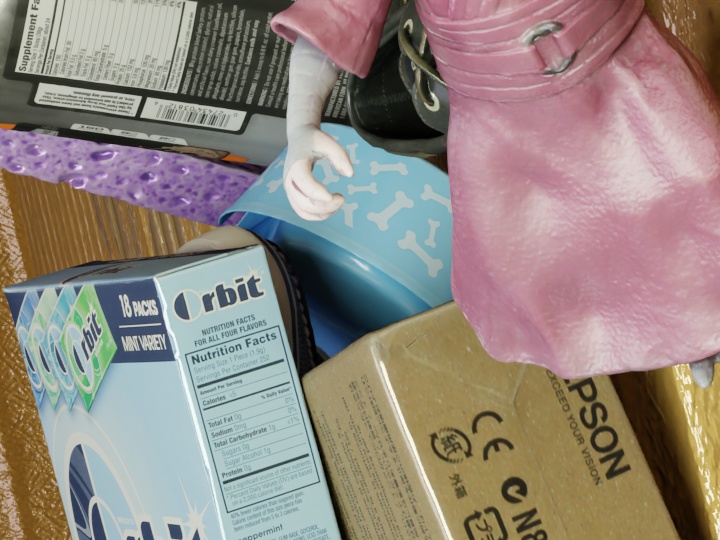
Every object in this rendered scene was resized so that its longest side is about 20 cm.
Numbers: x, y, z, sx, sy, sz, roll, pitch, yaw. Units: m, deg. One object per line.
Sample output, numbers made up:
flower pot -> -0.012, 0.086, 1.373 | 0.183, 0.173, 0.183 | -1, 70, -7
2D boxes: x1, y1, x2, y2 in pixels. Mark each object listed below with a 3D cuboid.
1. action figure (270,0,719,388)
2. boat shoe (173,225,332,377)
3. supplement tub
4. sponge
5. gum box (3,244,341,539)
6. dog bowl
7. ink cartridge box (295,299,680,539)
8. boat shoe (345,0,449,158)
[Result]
action figure -> 0.052, -0.068, 0.720 | 0.149, 0.133, 0.200 | -75, -34, -54
boat shoe -> -0.024, 0.049, 1.067 | 0.075, 0.093, 0.200 | 47, 147, 31
supplement tub -> -0.091, -0.110, 1.080 | 0.122, 0.199, 0.123 | -172, 90, -74
sponge -> -0.081, -0.053, 1.189 | 0.112, 0.199, 0.030 | -123, 51, -64
gum box -> -0.059, 0.095, 0.992 | 0.170, 0.044, 0.201 | -3, 102, 66
dog bowl -> 0.000, 0.000, 1.072 | 0.111, 0.050, 0.200 | 31, 165, -1
ink cartridge box -> 0.050, 0.112, 0.917 | 0.201, 0.075, 0.165 | 67, 164, 3
boat shoe -> 0.039, -0.068, 0.911 | 0.200, 0.056, 0.069 | 149, 108, -78
